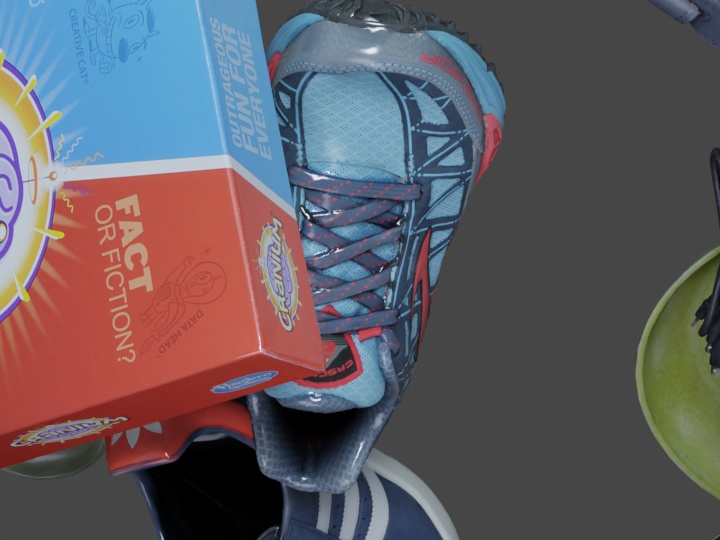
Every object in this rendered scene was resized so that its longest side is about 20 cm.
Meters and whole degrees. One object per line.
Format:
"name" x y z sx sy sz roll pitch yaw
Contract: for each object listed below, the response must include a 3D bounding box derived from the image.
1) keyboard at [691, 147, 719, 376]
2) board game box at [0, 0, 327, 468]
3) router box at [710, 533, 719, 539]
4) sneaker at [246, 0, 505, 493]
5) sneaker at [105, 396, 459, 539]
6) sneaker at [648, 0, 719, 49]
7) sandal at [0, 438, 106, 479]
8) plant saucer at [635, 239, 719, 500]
"keyboard" 0.156 0.019 0.871 0.104 0.040 0.200 6 140 4
"board game box" -0.118 -0.017 0.834 0.200 0.153 0.040 -18 163 23
"router box" 0.131 0.197 1.017 0.150 0.062 0.200 -33 133 -1
"sneaker" 0.000 0.000 0.883 0.079 0.096 0.200 8 141 2
"sneaker" -0.031 0.096 1.015 0.075 0.085 0.200 -19 133 31
"sneaker" 0.078 -0.118 0.741 0.079 0.079 0.200 -22 120 27
"sandal" -0.131 0.014 0.956 0.080 0.057 0.201 -4 135 16
"plant saucer" 0.194 0.030 0.930 0.200 0.031 0.200 6 141 5
